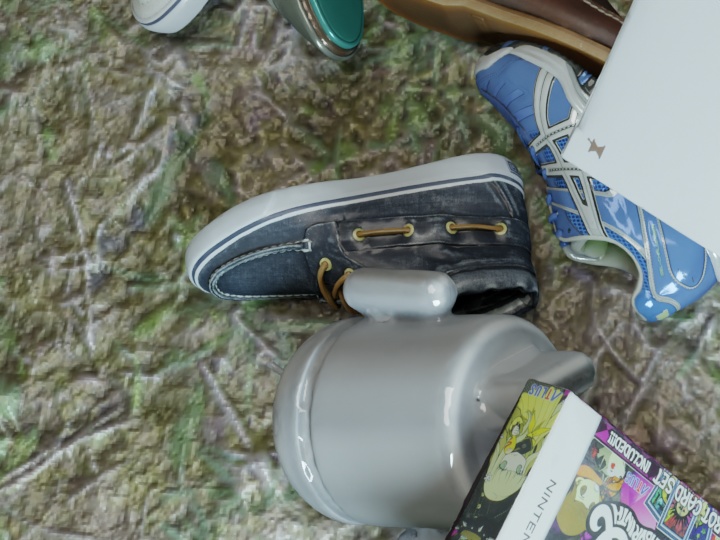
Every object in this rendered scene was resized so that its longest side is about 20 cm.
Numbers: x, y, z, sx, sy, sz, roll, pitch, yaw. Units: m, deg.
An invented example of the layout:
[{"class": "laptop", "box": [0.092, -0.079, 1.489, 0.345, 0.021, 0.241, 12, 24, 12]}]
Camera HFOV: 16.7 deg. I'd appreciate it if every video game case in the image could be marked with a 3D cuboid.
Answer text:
[{"class": "video game case", "box": [0.110, 0.179, 1.231, 0.036, 0.200, 0.182, 14, 71, 48]}]

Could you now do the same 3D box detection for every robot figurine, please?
[{"class": "robot figurine", "box": [0.034, 0.081, 1.307, 0.199, 0.113, 0.171, -1, 102, 40]}]

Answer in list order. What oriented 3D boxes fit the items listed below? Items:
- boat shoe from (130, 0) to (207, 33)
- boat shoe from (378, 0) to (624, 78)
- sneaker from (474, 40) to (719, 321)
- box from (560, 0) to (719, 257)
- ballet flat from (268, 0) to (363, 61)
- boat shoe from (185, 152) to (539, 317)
[{"class": "boat shoe", "box": [-0.105, -0.239, 1.459, 0.071, 0.070, 0.201, 44, 116, 44]}, {"class": "boat shoe", "box": [0.103, -0.157, 1.420, 0.199, 0.070, 0.071, 26, 79, 20]}, {"class": "sneaker", "box": [0.127, -0.054, 1.374, 0.077, 0.076, 0.200, -43, 62, -3]}, {"class": "box", "box": [0.218, -0.112, 1.282, 0.106, 0.200, 0.153, 34, 118, 21]}, {"class": "ballet flat", "box": [-0.045, -0.205, 1.486, 0.064, 0.067, 0.201, -27, 63, 32]}, {"class": "boat shoe", "box": [0.000, 0.000, 1.380, 0.199, 0.071, 0.091, -15, 59, 7]}]
